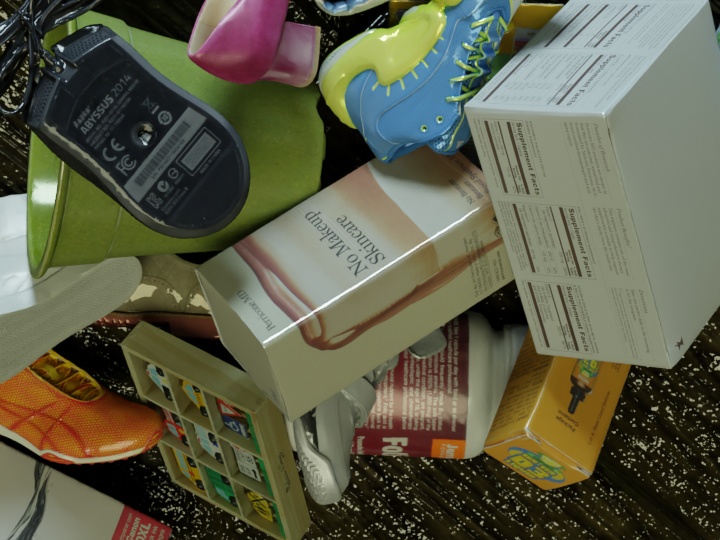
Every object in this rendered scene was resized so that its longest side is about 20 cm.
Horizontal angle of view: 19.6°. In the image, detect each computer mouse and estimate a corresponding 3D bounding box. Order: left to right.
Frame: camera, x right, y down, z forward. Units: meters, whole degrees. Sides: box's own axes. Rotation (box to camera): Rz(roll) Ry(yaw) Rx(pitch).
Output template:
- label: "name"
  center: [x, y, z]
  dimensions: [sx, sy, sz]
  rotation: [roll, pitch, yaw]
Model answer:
- label: "computer mouse"
  center: [-0.155, -0.104, 1.346]
  dimensions: [0.200, 0.053, 0.139]
  rotation: [45, 79, -12]

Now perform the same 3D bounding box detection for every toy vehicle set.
- label: "toy vehicle set"
  center: [-0.108, 0.128, 1.600]
  dimensions: [0.124, 0.027, 0.200]
  rotation: [25, 151, 25]

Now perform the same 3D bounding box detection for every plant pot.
- label: "plant pot"
  center: [-0.129, -0.087, 1.474]
  dimensions: [0.189, 0.200, 0.200]
  rotation: [4, 122, -15]

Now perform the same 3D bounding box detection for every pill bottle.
- label: "pill bottle"
  center: [0.042, 0.086, 1.597]
  dimensions: [0.199, 0.114, 0.114]
  rotation: [2, 121, 1]

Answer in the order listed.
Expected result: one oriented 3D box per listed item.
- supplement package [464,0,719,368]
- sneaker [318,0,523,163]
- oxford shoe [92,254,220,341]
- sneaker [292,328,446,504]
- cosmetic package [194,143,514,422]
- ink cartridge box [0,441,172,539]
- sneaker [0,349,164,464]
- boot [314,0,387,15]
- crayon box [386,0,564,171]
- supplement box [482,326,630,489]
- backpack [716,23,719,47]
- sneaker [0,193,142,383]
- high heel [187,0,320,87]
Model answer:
- label: "supplement package"
  center: [0.178, -0.062, 1.416]
  dimensions: [0.111, 0.156, 0.200]
  rotation: [6, 128, 37]
- label: "sneaker"
  center: [0.069, -0.142, 1.408]
  dimensions: [0.200, 0.076, 0.105]
  rotation: [-32, 82, 30]
- label: "oxford shoe"
  center: [-0.173, 0.009, 1.599]
  dimensions: [0.199, 0.070, 0.075]
  rotation: [8, 89, 3]
- label: "sneaker"
  center: [0.007, 0.068, 1.502]
  dimensions: [0.115, 0.200, 0.075]
  rotation: [-4, 156, 1]
- label: "cosmetic package"
  center: [0.000, 0.000, 1.438]
  dimensions: [0.200, 0.103, 0.087]
  rotation: [-33, 139, -15]
- label: "ink cartridge box"
  center: [-0.275, 0.214, 1.666]
  dimensions: [0.200, 0.084, 0.145]
  rotation: [30, 148, -15]
- label: "sneaker"
  center: [-0.244, 0.095, 1.604]
  dimensions: [0.200, 0.073, 0.077]
  rotation: [15, 122, 18]
- label: "boot"
  center: [0.054, -0.238, 1.415]
  dimensions: [0.200, 0.096, 0.074]
  rotation: [-31, 115, 18]
- label: "crayon box"
  center: [0.079, -0.113, 1.515]
  dimensions: [0.125, 0.052, 0.200]
  rotation: [2, 121, 1]
- label: "supplement box"
  center: [0.159, 0.058, 1.529]
  dimensions: [0.066, 0.200, 0.069]
  rotation: [35, 148, -18]
- label: "backpack"
  center: [0.342, -0.157, 1.443]
  dimensions: [0.200, 0.154, 0.163]
  rotation: [-18, 126, 26]
- label: "sneaker"
  center: [-0.274, 0.014, 1.535]
  dimensions: [0.200, 0.116, 0.074]
  rotation: [-28, 141, -23]
- label: "high heel"
  center: [-0.076, -0.221, 1.384]
  dimensions: [0.096, 0.201, 0.067]
  rotation: [8, 171, -42]
